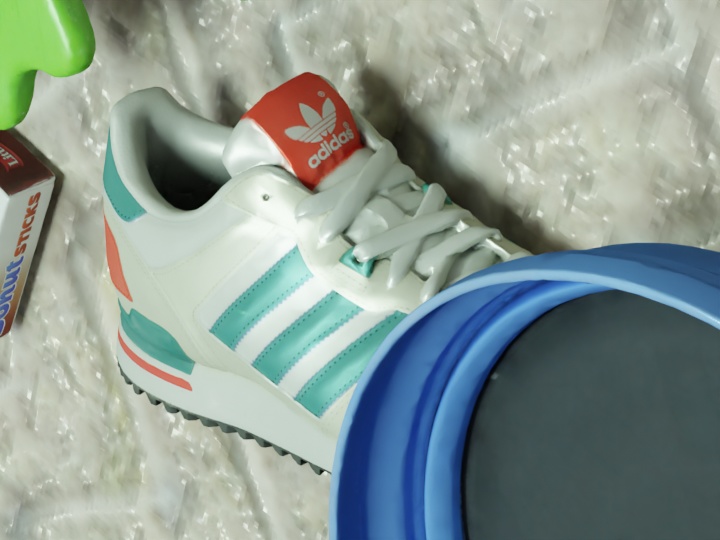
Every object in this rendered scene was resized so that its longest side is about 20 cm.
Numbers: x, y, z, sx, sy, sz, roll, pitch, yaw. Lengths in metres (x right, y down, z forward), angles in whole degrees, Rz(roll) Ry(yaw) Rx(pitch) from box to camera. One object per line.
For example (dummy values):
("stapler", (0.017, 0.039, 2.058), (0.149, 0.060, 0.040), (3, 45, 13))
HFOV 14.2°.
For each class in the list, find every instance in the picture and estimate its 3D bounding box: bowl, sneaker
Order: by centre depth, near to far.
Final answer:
("bowl", (0.078, 0.086, 0.664), (0.201, 0.039, 0.201), (24, 127, 36))
("sneaker", (0.000, 0.000, 0.774), (0.200, 0.070, 0.093), (15, 126, 43))

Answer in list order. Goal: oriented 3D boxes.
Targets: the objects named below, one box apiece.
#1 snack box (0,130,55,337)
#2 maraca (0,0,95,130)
("snack box", (-0.180, -0.061, 0.956), (0.200, 0.024, 0.072), (41, 132, 23))
("maraca", (-0.121, -0.136, 0.798), (0.137, 0.107, 0.200), (21, 124, 36))
